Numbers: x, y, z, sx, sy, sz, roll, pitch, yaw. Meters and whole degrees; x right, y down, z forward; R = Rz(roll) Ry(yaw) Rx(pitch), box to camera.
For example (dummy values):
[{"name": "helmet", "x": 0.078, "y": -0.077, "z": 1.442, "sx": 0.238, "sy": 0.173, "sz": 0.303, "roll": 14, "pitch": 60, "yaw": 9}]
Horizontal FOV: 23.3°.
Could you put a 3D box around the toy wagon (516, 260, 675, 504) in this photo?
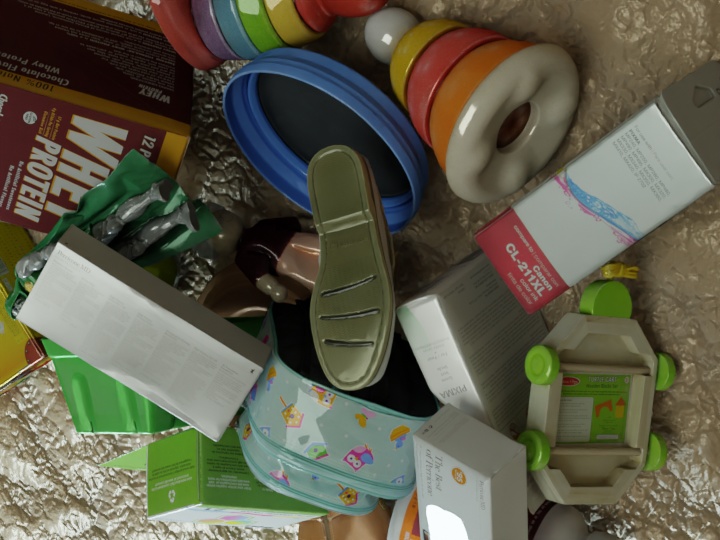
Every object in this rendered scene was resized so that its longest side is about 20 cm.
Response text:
[{"name": "toy wagon", "x": 0.197, "y": 0.092, "z": 1.451, "sx": 0.039, "sy": 0.154, "sz": 0.203, "roll": 7, "pitch": 91, "yaw": 51}]

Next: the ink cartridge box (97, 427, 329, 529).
[{"name": "ink cartridge box", "x": -0.143, "y": 0.208, "z": 1.676, "sx": 0.199, "sy": 0.147, "sz": 0.077, "roll": -25, "pitch": 62, "yaw": 50}]

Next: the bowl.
[{"name": "bowl", "x": -0.028, "y": -0.113, "z": 1.528, "sx": 0.199, "sy": 0.040, "sz": 0.201, "roll": 28, "pitch": 152, "yaw": 16}]

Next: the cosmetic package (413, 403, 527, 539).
[{"name": "cosmetic package", "x": 0.092, "y": 0.212, "z": 1.435, "sx": 0.082, "sy": 0.051, "sz": 0.202, "roll": 25, "pitch": 137, "yaw": 33}]

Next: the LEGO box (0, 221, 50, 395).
[{"name": "LEGO box", "x": -0.403, "y": 0.025, "z": 1.841, "sx": 0.148, "sy": 0.077, "sz": 0.201, "roll": -31, "pitch": 90, "yaw": 36}]

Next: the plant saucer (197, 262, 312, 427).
[{"name": "plant saucer", "x": -0.084, "y": 0.086, "z": 1.696, "sx": 0.198, "sy": 0.032, "sz": 0.203, "roll": 11, "pitch": 112, "yaw": 27}]

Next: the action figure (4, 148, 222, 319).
[{"name": "action figure", "x": -0.231, "y": -0.013, "z": 1.510, "sx": 0.199, "sy": 0.055, "sz": 0.118, "roll": -31, "pitch": 125, "yaw": 22}]

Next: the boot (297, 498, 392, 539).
[{"name": "boot", "x": -0.043, "y": 0.259, "z": 1.716, "sx": 0.198, "sy": 0.074, "sz": 0.156, "roll": -18, "pitch": 93, "yaw": 31}]

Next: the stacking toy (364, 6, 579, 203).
[{"name": "stacking toy", "x": 0.072, "y": -0.164, "z": 1.466, "sx": 0.200, "sy": 0.145, "sz": 0.147, "roll": 40, "pitch": 125, "yaw": 31}]

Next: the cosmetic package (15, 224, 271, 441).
[{"name": "cosmetic package", "x": -0.180, "y": 0.052, "z": 1.464, "sx": 0.199, "sy": 0.051, "sz": 0.083, "roll": 32, "pitch": 113, "yaw": -5}]

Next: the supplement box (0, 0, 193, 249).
[{"name": "supplement box", "x": -0.261, "y": -0.140, "z": 1.573, "sx": 0.195, "sy": 0.201, "sz": 0.134, "roll": 15, "pitch": 121, "yaw": -14}]

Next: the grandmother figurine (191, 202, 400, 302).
[{"name": "grandmother figurine", "x": -0.065, "y": -0.018, "z": 1.590, "sx": 0.198, "sy": 0.121, "sz": 0.061, "roll": 16, "pitch": 117, "yaw": 11}]

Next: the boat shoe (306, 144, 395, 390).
[{"name": "boat shoe", "x": 0.000, "y": 0.000, "z": 1.448, "sx": 0.074, "sy": 0.068, "sz": 0.203, "roll": -6, "pitch": 80, "yaw": 21}]

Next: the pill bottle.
[{"name": "pill bottle", "x": 0.133, "y": 0.252, "z": 1.573, "sx": 0.198, "sy": 0.113, "sz": 0.114, "roll": 15, "pitch": 115, "yaw": 26}]

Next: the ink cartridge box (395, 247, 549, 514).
[{"name": "ink cartridge box", "x": 0.119, "y": 0.091, "z": 1.493, "sx": 0.050, "sy": 0.161, "sz": 0.202, "roll": -18, "pitch": 98, "yaw": 32}]

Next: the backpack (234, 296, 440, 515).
[{"name": "backpack", "x": -0.021, "y": 0.124, "z": 1.533, "sx": 0.174, "sy": 0.200, "sz": 0.155, "roll": 22, "pitch": 97, "yaw": -11}]

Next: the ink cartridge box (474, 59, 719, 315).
[{"name": "ink cartridge box", "x": 0.209, "y": -0.066, "z": 1.389, "sx": 0.200, "sy": 0.145, "sz": 0.083, "roll": -37, "pitch": 86, "yaw": 36}]

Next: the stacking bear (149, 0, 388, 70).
[{"name": "stacking bear", "x": -0.064, "y": -0.246, "z": 1.518, "sx": 0.198, "sy": 0.122, "sz": 0.114, "roll": -9, "pitch": 123, "yaw": 25}]

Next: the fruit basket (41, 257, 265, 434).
[{"name": "fruit basket", "x": -0.193, "y": 0.041, "z": 1.612, "sx": 0.154, "sy": 0.215, "sz": 0.218, "roll": -3, "pitch": 106, "yaw": 32}]

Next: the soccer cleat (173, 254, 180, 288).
[{"name": "soccer cleat", "x": -0.210, "y": 0.027, "z": 1.732, "sx": 0.077, "sy": 0.069, "sz": 0.203, "roll": 0, "pitch": 105, "yaw": 28}]
